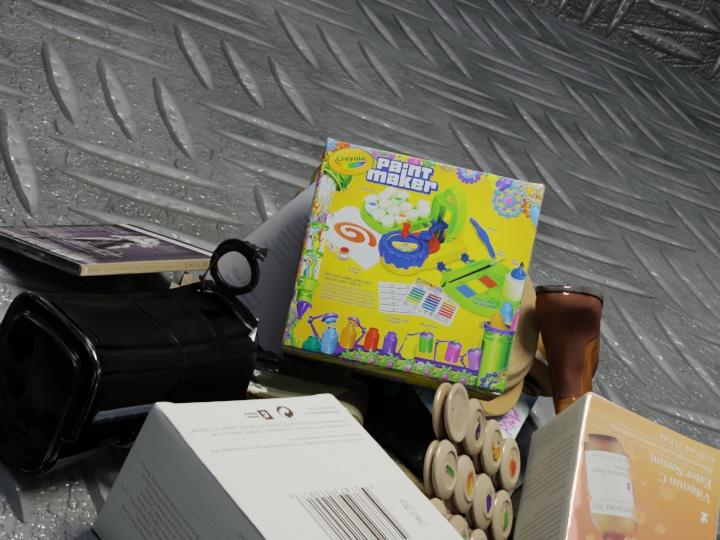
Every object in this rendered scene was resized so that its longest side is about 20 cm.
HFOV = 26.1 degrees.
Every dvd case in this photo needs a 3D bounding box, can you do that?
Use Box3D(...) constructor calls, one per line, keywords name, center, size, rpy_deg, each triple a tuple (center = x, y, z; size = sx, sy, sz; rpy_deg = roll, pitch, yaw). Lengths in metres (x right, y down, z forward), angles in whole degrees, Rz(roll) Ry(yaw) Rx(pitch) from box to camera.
Box3D(name="dvd case", center=(-0.251, -0.021, 1.537), size=(0.149, 0.016, 0.200), rpy_deg=(18, 13, 36))
Box3D(name="dvd case", center=(-0.036, -0.005, 1.494), size=(0.143, 0.200, 0.018), rpy_deg=(48, -8, 18))

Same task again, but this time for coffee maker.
Box3D(name="coffee maker", center=(-0.192, 0.064, 1.264), size=(0.135, 0.193, 0.200), rpy_deg=(11, 7, 35))

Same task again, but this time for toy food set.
Box3D(name="toy food set", center=(0.111, 0.032, 1.562), size=(0.200, 0.049, 0.198), rpy_deg=(42, 45, -22))

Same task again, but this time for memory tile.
Box3D(name="memory tile", center=(0.097, 0.193, 1.342), size=(0.017, 0.154, 0.200), rpy_deg=(0, -24, 26))

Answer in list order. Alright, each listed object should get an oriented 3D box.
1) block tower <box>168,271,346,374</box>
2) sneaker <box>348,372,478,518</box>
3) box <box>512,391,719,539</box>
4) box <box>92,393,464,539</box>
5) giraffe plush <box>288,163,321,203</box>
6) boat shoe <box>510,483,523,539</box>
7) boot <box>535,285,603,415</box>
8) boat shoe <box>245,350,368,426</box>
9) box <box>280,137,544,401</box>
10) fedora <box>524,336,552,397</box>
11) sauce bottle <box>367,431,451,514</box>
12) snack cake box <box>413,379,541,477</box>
Box3D(name="block tower", center=(-0.106, 0.069, 1.536), size=(0.200, 0.054, 0.058), rpy_deg=(26, 22, -11))
Box3D(name="sneaker", center=(0.043, 0.160, 1.458), size=(0.073, 0.082, 0.200), rpy_deg=(-30, 39, -16))
Box3D(name="box", center=(0.228, 0.239, 1.397), size=(0.152, 0.106, 0.200), rpy_deg=(24, 55, -14))
Box3D(name="box", center=(-0.061, 0.207, 1.196), size=(0.199, 0.131, 0.200), rpy_deg=(2, 34, -48))
Box3D(name="giraffe plush", center=(-0.013, -0.004, 1.692), size=(0.162, 0.173, 0.200), rpy_deg=(34, 28, -13))
Box3D(name="boat shoe", center=(0.226, 0.279, 1.486), size=(0.200, 0.074, 0.066), rpy_deg=(27, 39, -5))
Box3D(name="boot", center=(0.204, 0.126, 1.565), size=(0.068, 0.200, 0.188), rpy_deg=(4, -21, 8))
Box3D(name="boat shoe", center=(-0.089, 0.106, 1.400), size=(0.200, 0.072, 0.066), rpy_deg=(14, 45, 9))
Box3D(name="box", center=(0.045, 0.003, 1.410), size=(0.200, 0.193, 0.122), rpy_deg=(13, -8, 0))
Box3D(name="fedora", center=(0.157, 0.063, 1.728), size=(0.200, 0.082, 0.201), rpy_deg=(33, -10, 7))
Box3D(name="sauce bottle", center=(-0.003, 0.181, 1.410), size=(0.200, 0.066, 0.066), rpy_deg=(39, 24, 23))
Box3D(name="snack cake box", center=(0.107, 0.151, 1.601), size=(0.115, 0.067, 0.200), rpy_deg=(31, 23, 6))
